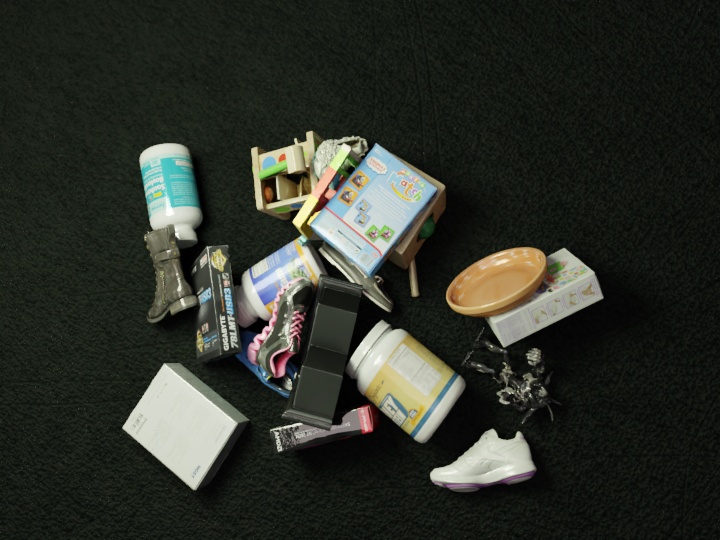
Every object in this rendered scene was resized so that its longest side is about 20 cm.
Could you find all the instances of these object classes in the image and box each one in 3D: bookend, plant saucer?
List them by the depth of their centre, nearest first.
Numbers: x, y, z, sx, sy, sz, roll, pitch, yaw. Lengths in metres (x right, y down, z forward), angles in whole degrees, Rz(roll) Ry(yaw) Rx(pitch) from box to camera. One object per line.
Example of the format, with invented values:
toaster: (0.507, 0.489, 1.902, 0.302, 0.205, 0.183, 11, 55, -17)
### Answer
bookend: (-0.065, 0.144, 1.171, 0.090, 0.201, 0.204, 14, 111, -1)
plant saucer: (0.254, 0.026, 1.186, 0.196, 0.201, 0.038, -27, 110, 5)

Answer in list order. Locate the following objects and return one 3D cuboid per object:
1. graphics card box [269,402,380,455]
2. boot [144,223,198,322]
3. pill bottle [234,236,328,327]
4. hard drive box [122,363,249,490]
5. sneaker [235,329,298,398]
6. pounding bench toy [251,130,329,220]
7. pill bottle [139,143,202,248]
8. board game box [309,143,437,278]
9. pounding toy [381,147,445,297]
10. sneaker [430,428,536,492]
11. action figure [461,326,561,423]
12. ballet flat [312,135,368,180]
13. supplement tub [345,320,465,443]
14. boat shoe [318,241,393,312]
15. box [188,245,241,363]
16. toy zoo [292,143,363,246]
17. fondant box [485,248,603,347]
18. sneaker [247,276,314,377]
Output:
graphics card box: (-0.064, 0.299, 1.225, 0.195, 0.125, 0.052, -14, 82, 6)
boot: (-0.396, 0.004, 1.295, 0.198, 0.068, 0.179, -20, 89, 46)
pill bottle: (-0.168, 0.029, 1.283, 0.197, 0.112, 0.114, -31, 79, 4)
hard drive box: (-0.351, 0.311, 1.294, 0.198, 0.077, 0.158, 35, 89, 12)
sneaker: (-0.193, 0.183, 1.286, 0.198, 0.078, 0.067, 36, 91, 13)
pounding bench toy: (-0.145, -0.187, 1.252, 0.152, 0.199, 0.128, -10, 81, 19)
pill bottle: (-0.393, -0.152, 1.343, 0.108, 0.111, 0.206, -15, 80, 7)
board game box: (0.025, -0.112, 1.181, 0.150, 0.037, 0.201, 38, 82, 16)
pounding toy: (0.075, -0.091, 1.262, 0.198, 0.142, 0.186, 32, 81, 15)
sneaker: (0.226, 0.358, 1.209, 0.194, 0.075, 0.102, -12, 62, 7)
action figure: (0.289, 0.201, 1.194, 0.198, 0.102, 0.120, 33, 77, 13)
ballet flat: (-0.033, -0.229, 1.254, 0.070, 0.200, 0.074, 7, 115, 16)
supplement tub: (0.082, 0.205, 1.203, 0.198, 0.145, 0.146, 38, 89, 12)
boat shoe: (0.000, 0.000, 1.283, 0.199, 0.067, 0.057, 42, 95, 15)
box: (-0.290, 0.072, 1.261, 0.048, 0.199, 0.204, -6, 82, -27)
toy zoo: (-0.059, -0.131, 1.213, 0.020, 0.131, 0.202, 35, 94, 19)
fondant box: (0.323, 0.047, 1.181, 0.196, 0.145, 0.059, -28, 108, 5)
sneaker: (-0.133, 0.112, 1.206, 0.095, 0.078, 0.203, 39, 104, 42)
